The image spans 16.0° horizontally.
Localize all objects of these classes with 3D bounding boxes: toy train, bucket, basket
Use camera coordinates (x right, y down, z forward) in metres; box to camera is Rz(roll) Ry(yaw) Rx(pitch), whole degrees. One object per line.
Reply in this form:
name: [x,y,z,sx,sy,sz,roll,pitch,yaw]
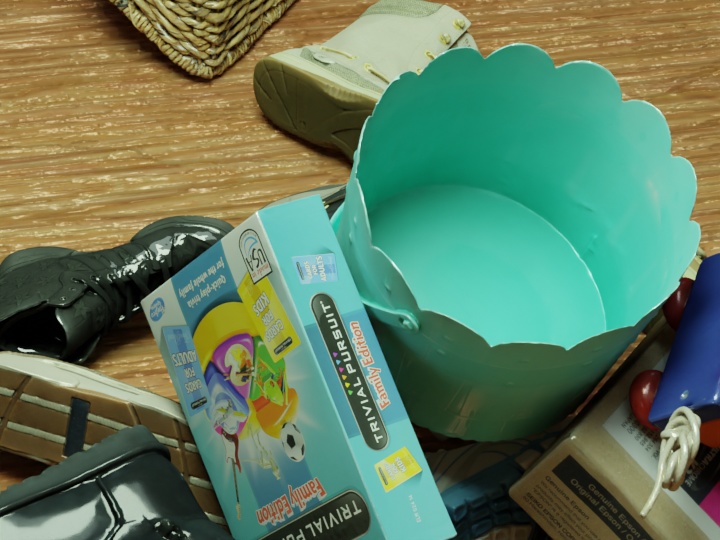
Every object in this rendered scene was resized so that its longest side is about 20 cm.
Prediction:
toy train: [0.212,0.091,1.410,0.084,0.116,0.201,-22,34,44]
bucket: [0.077,-0.012,1.442,0.206,0.135,0.208,8,57,-12]
basket: [-0.125,-0.262,1.924,0.142,0.150,0.200,19,42,17]

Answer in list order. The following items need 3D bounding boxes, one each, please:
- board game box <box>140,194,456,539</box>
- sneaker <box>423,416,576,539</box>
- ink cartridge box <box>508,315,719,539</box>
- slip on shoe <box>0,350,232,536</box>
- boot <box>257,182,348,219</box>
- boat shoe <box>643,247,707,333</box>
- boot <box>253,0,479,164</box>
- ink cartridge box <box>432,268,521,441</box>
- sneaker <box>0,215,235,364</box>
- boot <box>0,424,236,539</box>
board game box: [-0.039,0.079,1.423,0.047,0.151,0.201,-16,79,-34]
sneaker: [0.063,0.126,1.517,0.199,0.075,0.087,-21,38,-30]
ink cartridge box: [0.205,0.117,1.482,0.165,0.075,0.200,44,46,3]
slip on shoe: [-0.144,0.100,1.533,0.199,0.077,0.061,17,15,15]
boot: [0.000,0.001,1.619,0.203,0.074,0.154,-19,32,29]
boat shoe: [0.188,-0.015,1.705,0.063,0.074,0.200,-26,40,-27]
boot: [0.043,-0.126,1.834,0.199,0.072,0.154,29,42,29]
ink cartridge box: [0.099,0.005,1.625,0.067,0.116,0.200,47,40,-14]
sneaker: [-0.173,0.023,1.619,0.198,0.060,0.104,-9,29,7]
boot: [-0.146,0.191,1.406,0.199,0.077,0.168,-30,55,-22]
